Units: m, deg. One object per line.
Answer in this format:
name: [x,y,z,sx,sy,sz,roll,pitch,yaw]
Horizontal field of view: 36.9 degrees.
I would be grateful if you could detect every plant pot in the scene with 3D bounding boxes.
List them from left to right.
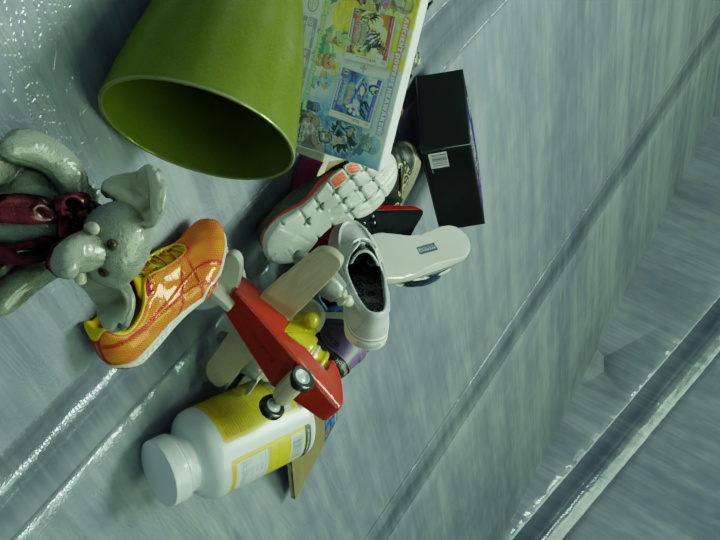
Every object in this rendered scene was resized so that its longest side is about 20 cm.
plant pot: [-0.128,-0.218,1.012,0.187,0.184,0.203,53,47,-62]

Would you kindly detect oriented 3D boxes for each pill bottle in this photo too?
pill bottle: [-0.159,0.206,1.304,0.198,0.112,0.113,-20,130,-37]

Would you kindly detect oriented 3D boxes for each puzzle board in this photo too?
puzzle board: [-0.073,0.241,1.615,0.201,0.017,0.152,93,23,-59]

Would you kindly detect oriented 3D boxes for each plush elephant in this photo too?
plush elephant: [-0.247,-0.029,0.904,0.199,0.153,0.167,-21,129,-58]

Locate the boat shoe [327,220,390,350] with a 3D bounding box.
boat shoe: [0.000,0.000,1.282,0.202,0.071,0.069,-93,-166,-46]

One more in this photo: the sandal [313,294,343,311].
sandal: [-0.042,0.050,1.407,0.201,0.086,0.080,118,-8,-51]

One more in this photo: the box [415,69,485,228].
box: [0.135,-0.177,1.612,0.201,0.078,0.143,69,14,-57]

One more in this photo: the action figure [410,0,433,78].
action figure: [0.012,-0.268,1.309,0.202,0.118,0.102,-66,-173,-21]

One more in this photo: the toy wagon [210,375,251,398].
toy wagon: [-0.138,0.185,1.445,0.199,0.039,0.157,0,109,-65]

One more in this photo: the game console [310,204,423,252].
game console: [-0.012,-0.003,1.465,0.175,0.031,0.202,-1,129,-46]

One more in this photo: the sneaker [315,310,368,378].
sneaker: [-0.075,0.097,1.347,0.088,0.199,0.076,-49,117,-31]

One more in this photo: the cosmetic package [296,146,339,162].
cosmetic package: [-0.041,-0.237,1.234,0.087,0.102,0.203,-16,125,-62]

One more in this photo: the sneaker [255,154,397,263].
sneaker: [-0.049,-0.092,1.315,0.199,0.082,0.078,-33,126,-11]

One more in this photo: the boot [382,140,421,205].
boot: [0.005,-0.089,1.486,0.150,0.073,0.202,2,114,-61]

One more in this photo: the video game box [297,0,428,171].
video game box: [-0.034,-0.229,1.155,0.047,0.180,0.203,-35,142,-69]

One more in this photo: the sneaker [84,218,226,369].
sneaker: [-0.207,0.013,1.130,0.201,0.072,0.078,-56,143,-32]

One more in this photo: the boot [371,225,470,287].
boot: [0.054,-0.004,1.465,0.198,0.074,0.090,-8,154,-35]

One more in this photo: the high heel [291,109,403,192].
high heel: [-0.020,-0.133,1.368,0.202,0.095,0.067,-67,156,-5]

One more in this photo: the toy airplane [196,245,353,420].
toy airplane: [-0.099,0.058,1.244,0.141,0.198,0.202,-24,118,-53]
